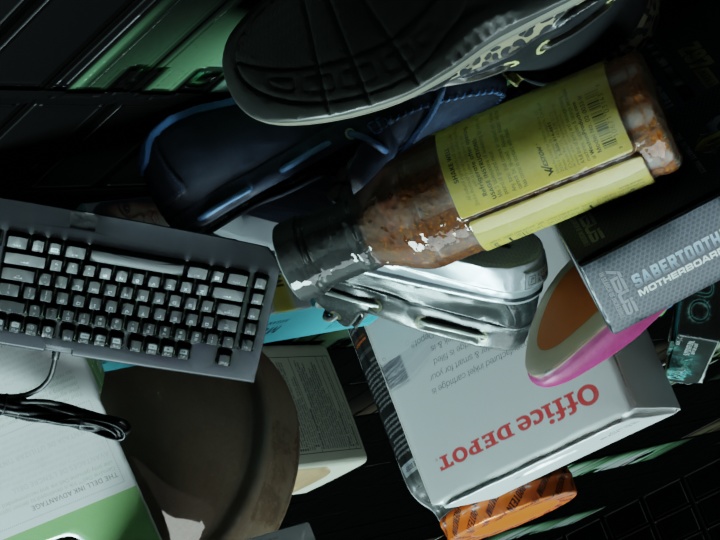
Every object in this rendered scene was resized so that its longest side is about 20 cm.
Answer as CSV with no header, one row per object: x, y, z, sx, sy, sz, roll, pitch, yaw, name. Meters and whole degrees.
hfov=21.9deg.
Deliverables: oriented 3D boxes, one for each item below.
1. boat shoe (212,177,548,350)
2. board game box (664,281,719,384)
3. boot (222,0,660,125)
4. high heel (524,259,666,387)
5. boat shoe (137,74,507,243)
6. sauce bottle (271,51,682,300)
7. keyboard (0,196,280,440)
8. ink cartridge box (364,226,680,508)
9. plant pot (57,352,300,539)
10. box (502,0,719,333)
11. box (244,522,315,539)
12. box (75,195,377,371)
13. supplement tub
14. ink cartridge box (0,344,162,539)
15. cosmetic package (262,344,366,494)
0.000,0.000,0.996,0.199,0.071,0.072,16,-151,18,boat shoe
0.211,-0.041,1.110,0.028,0.201,0.135,10,167,8,board game box
0.048,-0.110,0.875,0.203,0.074,0.154,-23,168,10,boot
0.168,0.010,0.987,0.067,0.096,0.200,8,-130,50,high heel
-0.014,-0.060,0.959,0.199,0.069,0.084,-19,164,-11,boat shoe
0.053,-0.041,0.894,0.199,0.066,0.066,-20,165,12,sauce bottle
-0.147,0.030,0.915,0.199,0.021,0.128,10,113,-12,keyboard
0.083,0.025,1.125,0.146,0.201,0.083,-28,163,25,ink cartridge box
-0.161,0.097,1.117,0.199,0.201,0.175,-25,148,15,plant pot
0.163,-0.068,0.953,0.157,0.200,0.051,-27,121,6,box
-0.113,0.209,1.023,0.116,0.060,0.200,-9,162,-42,box
-0.072,-0.002,1.055,0.199,0.083,0.049,-9,159,-40,box
0.070,0.080,1.295,0.122,0.201,0.123,-19,164,-6,supplement tub
-0.199,0.086,0.968,0.145,0.201,0.048,-22,-165,0,ink cartridge box
-0.092,0.115,1.382,0.071,0.106,0.200,-30,161,31,cosmetic package
